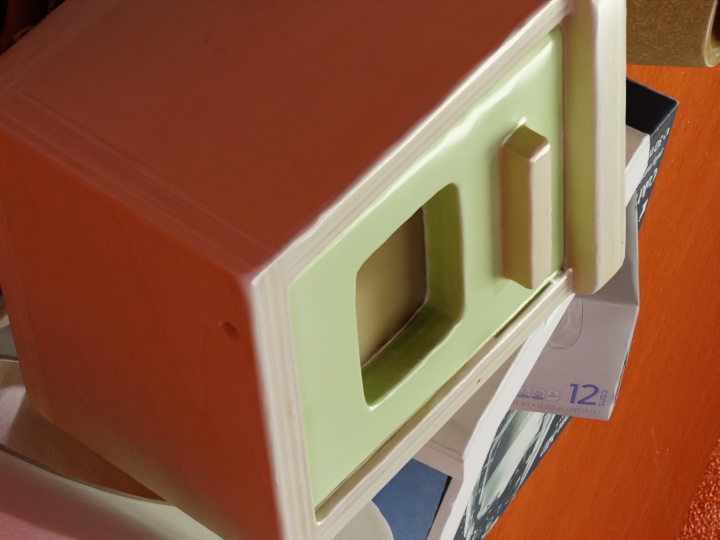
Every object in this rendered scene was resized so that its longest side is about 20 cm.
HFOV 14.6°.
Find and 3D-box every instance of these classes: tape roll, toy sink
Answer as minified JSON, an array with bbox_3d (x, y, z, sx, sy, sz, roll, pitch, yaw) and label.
[{"bbox_3d":[-0.088,0.063,0.844,0.037,0.202,0.203,-68,165,12],"label":"tape roll"},{"bbox_3d":[0.004,-0.038,0.784,0.200,0.112,0.131,-44,150,-29],"label":"toy sink"}]

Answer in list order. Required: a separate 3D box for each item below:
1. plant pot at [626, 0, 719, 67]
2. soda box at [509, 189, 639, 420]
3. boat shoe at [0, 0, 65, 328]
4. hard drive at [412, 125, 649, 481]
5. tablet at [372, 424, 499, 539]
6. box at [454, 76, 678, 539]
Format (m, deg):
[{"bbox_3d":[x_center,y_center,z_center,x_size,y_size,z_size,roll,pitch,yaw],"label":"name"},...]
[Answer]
[{"bbox_3d":[0.051,-0.152,0.984,0.187,0.199,0.187,-58,164,-28],"label":"plant pot"},{"bbox_3d":[0.000,0.000,1.030,0.068,0.199,0.064,-85,-177,-45],"label":"soda box"},{"bbox_3d":[-0.116,-0.069,0.823,0.075,0.075,0.203,-12,128,-44],"label":"boat shoe"},{"bbox_3d":[-0.025,-0.030,0.910,0.132,0.199,0.027,-58,163,-26],"label":"hard drive"},{"bbox_3d":[-0.054,0.053,0.948,0.014,0.199,0.131,6,108,-60],"label":"tablet"},{"bbox_3d":[0.046,0.015,1.376,0.200,0.124,0.197,-48,159,-48],"label":"box"}]
